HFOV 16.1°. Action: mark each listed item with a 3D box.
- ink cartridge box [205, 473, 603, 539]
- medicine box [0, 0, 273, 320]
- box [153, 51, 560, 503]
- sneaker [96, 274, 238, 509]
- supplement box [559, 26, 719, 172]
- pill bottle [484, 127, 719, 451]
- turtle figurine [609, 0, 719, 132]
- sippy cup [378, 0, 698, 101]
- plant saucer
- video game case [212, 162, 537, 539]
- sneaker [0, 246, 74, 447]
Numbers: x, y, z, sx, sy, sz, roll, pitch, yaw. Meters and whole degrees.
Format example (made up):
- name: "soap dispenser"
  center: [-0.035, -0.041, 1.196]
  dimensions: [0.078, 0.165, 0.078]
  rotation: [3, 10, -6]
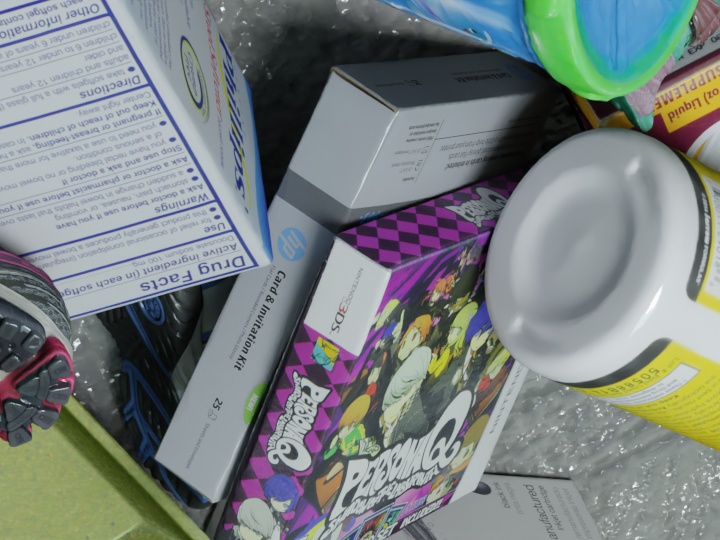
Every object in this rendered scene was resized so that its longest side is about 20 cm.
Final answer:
- name: "ink cartridge box"
  center: [0.031, 0.176, 1.289]
  dimensions: [0.200, 0.146, 0.084]
  rotation: [6, 124, -23]
- name: "medicine box"
  center: [-0.154, -0.069, 1.022]
  dimensions: [0.182, 0.103, 0.200]
  rotation: [-15, 143, 10]
- name: "box"
  center: [0.000, 0.000, 1.144]
  dimensions: [0.156, 0.041, 0.200]
  rotation: [-12, 133, -59]
- name: "sneaker"
  center: [-0.076, 0.016, 1.187]
  dimensions: [0.077, 0.076, 0.200]
  rotation: [-33, 138, -28]
- name: "supplement box"
  center: [0.176, -0.047, 1.206]
  dimensions: [0.110, 0.086, 0.200]
  rotation: [-27, 130, 2]
- name: "pill bottle"
  center: [0.158, 0.020, 1.118]
  dimensions: [0.200, 0.111, 0.111]
  rotation: [24, 116, -39]
- name: "turtle figurine"
  center: [0.172, -0.153, 1.078]
  dimensions: [0.200, 0.150, 0.101]
  rotation: [-33, 134, 0]
- name: "sippy cup"
  center: [0.053, -0.144, 0.967]
  dimensions: [0.140, 0.130, 0.178]
  rotation: [-41, 138, -46]
- name: "plant saucer"
  center: [-0.199, 0.126, 1.236]
  dimensions: [0.200, 0.048, 0.200]
  rotation: [-32, 130, 8]
- name: "video game case"
  center: [0.023, 0.047, 1.154]
  dimensions: [0.200, 0.036, 0.182]
  rotation: [-20, 137, -55]
- name: "sneaker"
  center: [-0.204, 0.002, 0.967]
  dimensions: [0.200, 0.075, 0.081]
  rotation: [27, 115, -20]
